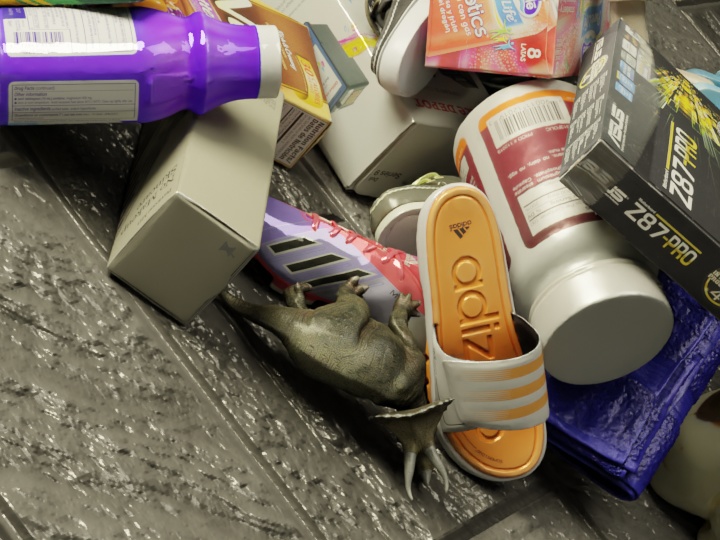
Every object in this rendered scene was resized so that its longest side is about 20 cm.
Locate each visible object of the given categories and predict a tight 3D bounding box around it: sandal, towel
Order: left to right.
[{"bbox_3d":[0.081,0.047,1.511,0.059,0.079,0.209,-157,-128,-71],"label":"sandal"},{"bbox_3d":[0.185,0.052,1.634,0.147,0.050,0.200,33,58,8],"label":"towel"}]

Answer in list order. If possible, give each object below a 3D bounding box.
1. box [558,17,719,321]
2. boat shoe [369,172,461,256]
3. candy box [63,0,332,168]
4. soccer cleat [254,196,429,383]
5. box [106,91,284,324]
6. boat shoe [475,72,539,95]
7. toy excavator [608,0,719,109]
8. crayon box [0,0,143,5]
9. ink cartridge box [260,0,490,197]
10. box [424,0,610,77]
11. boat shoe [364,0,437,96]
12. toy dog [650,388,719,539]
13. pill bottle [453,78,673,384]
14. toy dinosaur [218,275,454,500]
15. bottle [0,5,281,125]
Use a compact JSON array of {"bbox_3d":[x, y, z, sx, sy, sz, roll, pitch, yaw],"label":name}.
[{"bbox_3d":[0.217,-0.072,1.581,0.161,0.049,0.200,39,30,-12],"label":"box"},{"bbox_3d":[0.061,-0.036,1.690,0.201,0.072,0.061,11,43,-57],"label":"boat shoe"},{"bbox_3d":[-0.119,-0.166,1.633,0.199,0.056,0.117,27,32,-34],"label":"candy box"},{"bbox_3d":[0.000,0.000,1.546,0.200,0.076,0.067,38,26,-16],"label":"soccer cleat"},{"bbox_3d":[-0.105,-0.061,1.481,0.068,0.082,0.201,36,27,-18],"label":"box"},{"bbox_3d":[0.112,-0.155,1.845,0.073,0.063,0.203,-31,117,-26],"label":"boat shoe"},{"bbox_3d":[0.242,-0.122,1.708,0.198,0.196,0.100,19,23,-18],"label":"toy excavator"},{"bbox_3d":[-0.198,-0.208,1.491,0.126,0.198,0.052,-30,119,-59],"label":"crayon box"},{"bbox_3d":[0.012,-0.155,1.766,0.145,0.087,0.201,5,49,-52],"label":"ink cartridge box"},{"bbox_3d":[0.127,-0.196,1.690,0.102,0.096,0.200,6,8,18],"label":"box"},{"bbox_3d":[0.037,-0.199,1.698,0.066,0.070,0.200,15,42,14],"label":"boat shoe"},{"bbox_3d":[0.321,0.112,1.704,0.194,0.200,0.140,41,27,-8],"label":"toy dog"},{"bbox_3d":[0.144,-0.027,1.594,0.114,0.114,0.201,21,38,-39],"label":"pill bottle"},{"bbox_3d":[-0.006,0.050,1.473,0.200,0.077,0.102,39,18,-19],"label":"toy dinosaur"},{"bbox_3d":[-0.150,-0.130,1.429,0.198,0.066,0.084,-2,30,-12],"label":"bottle"}]
